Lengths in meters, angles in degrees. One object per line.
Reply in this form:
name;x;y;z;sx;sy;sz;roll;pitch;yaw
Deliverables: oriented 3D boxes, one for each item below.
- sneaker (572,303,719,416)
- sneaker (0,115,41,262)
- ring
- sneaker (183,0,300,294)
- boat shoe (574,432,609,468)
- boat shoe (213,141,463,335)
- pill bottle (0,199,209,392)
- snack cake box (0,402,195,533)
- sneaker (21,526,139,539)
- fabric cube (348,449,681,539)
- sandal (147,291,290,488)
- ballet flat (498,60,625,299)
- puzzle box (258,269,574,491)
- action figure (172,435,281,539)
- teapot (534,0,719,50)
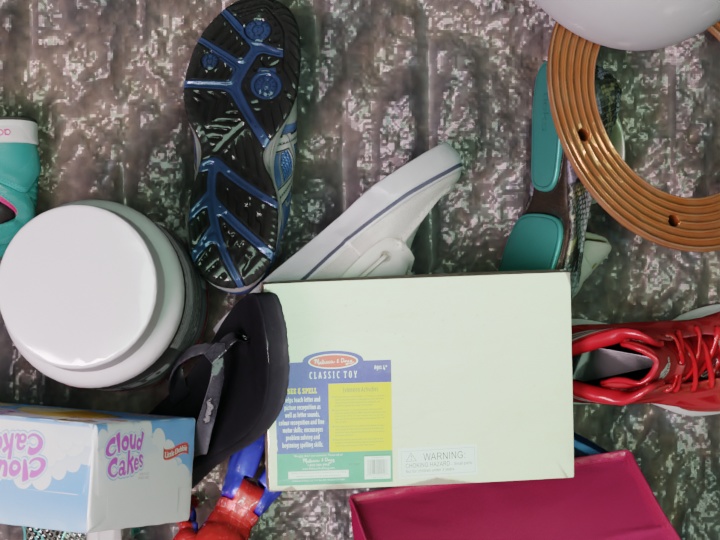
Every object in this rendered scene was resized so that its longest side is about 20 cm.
sneaker;0.212;0.066;1.729;0.198;0.116;0.079;-7;96;-5
sneaker;-0.297;-0.026;1.680;0.198;0.084;0.122;-8;85;-8
ring;0.203;-0.108;1.727;0.199;0.019;0.202;10;69;-28
sneaker;-0.079;-0.079;1.709;0.075;0.077;0.202;7;75;3
boat shoe;0.083;0.116;1.735;0.199;0.084;0.069;28;93;-6
boat shoe;0.000;0.000;1.707;0.200;0.071;0.070;-40;87;-16
pill bottle;-0.159;0.017;1.628;0.113;0.200;0.115;0;86;4
snack cake box;-0.216;0.118;1.631;0.199;0.115;0.068;3;89;28
sneaker;-0.193;0.221;1.721;0.090;0.078;0.202;2;90;9
fabric cube;0.109;0.258;1.661;0.195;0.200;0.201;-7;115;-7
sandal;-0.100;0.087;1.660;0.043;0.200;0.076;2;54;-33
ballet flat;0.139;-0.039;1.741;0.071;0.072;0.202;10;93;-8
puzzle box;0.036;0.068;1.668;0.198;0.025;0.134;-2;96;-7
action figure;-0.077;0.147;1.732;0.065;0.099;0.201;31;67;-5
teapot;0.186;-0.243;1.661;0.198;0.146;0.200;47;60;-6
